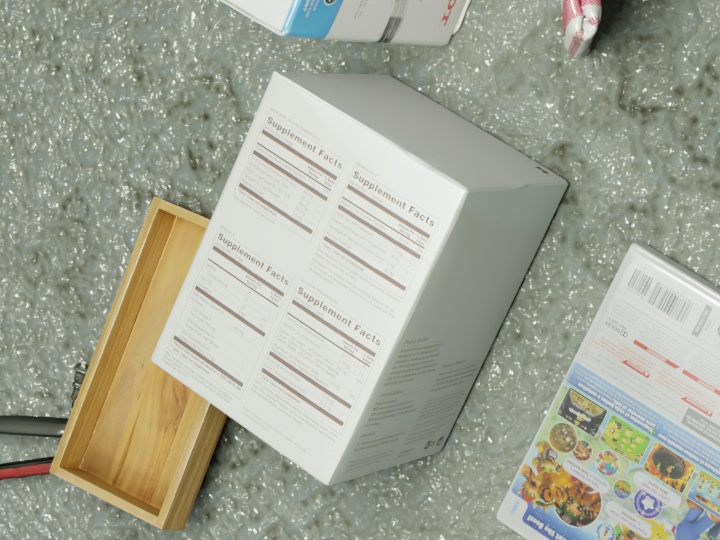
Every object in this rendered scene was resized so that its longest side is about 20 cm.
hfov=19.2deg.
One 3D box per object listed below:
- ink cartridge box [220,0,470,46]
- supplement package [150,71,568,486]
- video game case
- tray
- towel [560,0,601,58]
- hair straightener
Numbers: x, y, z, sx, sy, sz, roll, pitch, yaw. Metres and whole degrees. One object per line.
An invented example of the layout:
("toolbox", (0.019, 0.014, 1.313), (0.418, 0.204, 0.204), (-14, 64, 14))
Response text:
("ink cartridge box", (0.003, -0.218, 1.273), (0.083, 0.199, 0.146), (30, 108, 25))
("supplement package", (0.000, 0.000, 1.318), (0.150, 0.151, 0.201), (32, 108, 23))
("video game case", (0.183, 0.105, 1.303), (0.143, 0.018, 0.201), (32, 108, 22))
("tray", (-0.129, 0.063, 1.438), (0.098, 0.037, 0.202), (22, 92, 25))
("towel", (0.126, -0.228, 1.241), (0.030, 0.146, 0.202), (-5, 92, 6))
("hair straightener", (-0.190, 0.102, 1.494), (0.198, 0.041, 0.078), (-7, 91, 29))
